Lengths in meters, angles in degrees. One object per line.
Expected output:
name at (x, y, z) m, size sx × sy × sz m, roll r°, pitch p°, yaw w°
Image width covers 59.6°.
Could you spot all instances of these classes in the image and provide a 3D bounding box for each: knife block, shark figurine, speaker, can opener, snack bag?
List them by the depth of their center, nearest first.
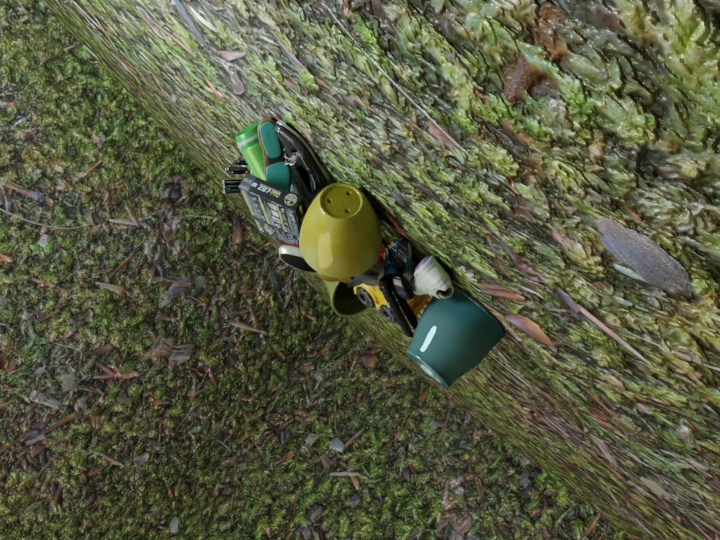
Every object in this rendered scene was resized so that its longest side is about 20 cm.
can opener at (0.095, 0.086, 1.504) m, size 0.078 × 0.063 × 0.203 m, roll 31°, pitch 150°, yaw 46°
shark figurine at (0.011, 0.014, 1.548) m, size 0.213 × 0.088 × 0.132 m, roll 14°, pitch 124°, yaw 67°
snack bag at (-0.148, -0.186, 1.610) m, size 0.190 × 0.021 × 0.204 m, roll 73°, pitch 179°, yaw -62°
speaker at (-0.240, -0.271, 1.613) m, size 0.088 × 0.088 × 0.203 m, roll 24°, pitch 145°, yaw 61°
knife block at (-0.279, -0.240, 1.755) m, size 0.200 × 0.177 × 0.064 m, roll 43°, pitch 171°, yaw -19°

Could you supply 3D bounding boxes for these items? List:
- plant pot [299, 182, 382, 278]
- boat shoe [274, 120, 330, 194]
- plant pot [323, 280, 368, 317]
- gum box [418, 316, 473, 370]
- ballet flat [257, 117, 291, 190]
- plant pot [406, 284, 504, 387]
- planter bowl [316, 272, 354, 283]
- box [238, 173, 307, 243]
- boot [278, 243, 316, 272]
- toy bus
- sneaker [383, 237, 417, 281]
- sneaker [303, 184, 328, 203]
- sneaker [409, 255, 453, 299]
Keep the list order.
plant pot at (-0.042, -0.109, 1.401) m, size 0.198 × 0.200 × 0.144 m, roll 37°, pitch 151°, yaw 20°
boat shoe at (-0.142, -0.256, 1.453) m, size 0.072 × 0.063 × 0.201 m, roll 31°, pitch 166°, yaw 47°
plant pot at (-0.050, 0.007, 1.988) m, size 0.190 × 0.199 × 0.201 m, roll 48°, pitch 178°, yaw 40°
gum box at (0.266, 0.196, 1.815) m, size 0.200 × 0.067 × 0.113 m, roll 48°, pitch 168°, yaw -35°
ballet flat at (-0.206, -0.270, 1.507) m, size 0.073 × 0.066 × 0.205 m, roll -105°, pitch 3°, yaw -62°
plant pot at (0.213, 0.165, 1.513) m, size 0.199 × 0.189 × 0.200 m, roll 40°, pitch 171°, yaw 7°
planter bowl at (-0.092, -0.033, 1.781) m, size 0.203 × 0.082 × 0.201 m, roll 58°, pitch -170°, yaw -16°
box at (-0.198, -0.134, 1.521) m, size 0.158 × 0.050 × 0.201 m, roll 23°, pitch 157°, yaw 17°
boot at (-0.091, -0.073, 1.498) m, size 0.193 × 0.148 × 0.073 m, roll 8°, pitch 156°, yaw -2°
toy bus at (0.074, 0.016, 1.670) m, size 0.198 × 0.135 × 0.195 m, roll 33°, pitch 153°, yaw 30°
sneaker at (0.105, -0.013, 1.530) m, size 0.075 × 0.086 × 0.203 m, roll 44°, pitch 150°, yaw 27°
sneaker at (-0.073, -0.154, 1.608) m, size 0.202 × 0.071 × 0.073 m, roll 56°, pitch -158°, yaw -14°
sneaker at (0.164, 0.037, 1.455) m, size 0.100 × 0.075 × 0.200 m, roll 46°, pitch 172°, yaw 10°
